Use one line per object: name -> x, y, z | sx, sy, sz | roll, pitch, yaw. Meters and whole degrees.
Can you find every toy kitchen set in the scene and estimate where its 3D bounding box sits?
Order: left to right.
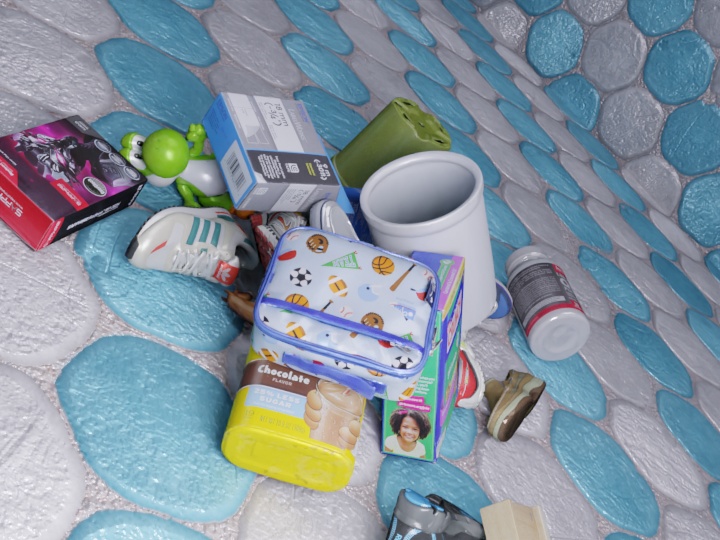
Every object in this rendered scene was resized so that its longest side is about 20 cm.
toy kitchen set -> 0.257, 0.344, 1.031 | 0.162, 0.179, 0.203 | 27, 44, -49

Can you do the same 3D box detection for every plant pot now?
plant pot -> 0.049, -0.175, 1.571 | 0.198, 0.191, 0.201 | 30, 28, -17

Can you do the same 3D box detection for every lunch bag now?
lunch bag -> -0.010, 0.047, 0.996 | 0.196, 0.076, 0.162 | 17, 50, 1

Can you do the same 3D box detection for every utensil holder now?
utensil holder -> 0.101, -0.033, 1.318 | 0.171, 0.167, 0.202 | -99, 174, -53

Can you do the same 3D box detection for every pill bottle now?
pill bottle -> 0.319, 0.051, 1.670 | 0.109, 0.111, 0.202 | 23, 31, -30

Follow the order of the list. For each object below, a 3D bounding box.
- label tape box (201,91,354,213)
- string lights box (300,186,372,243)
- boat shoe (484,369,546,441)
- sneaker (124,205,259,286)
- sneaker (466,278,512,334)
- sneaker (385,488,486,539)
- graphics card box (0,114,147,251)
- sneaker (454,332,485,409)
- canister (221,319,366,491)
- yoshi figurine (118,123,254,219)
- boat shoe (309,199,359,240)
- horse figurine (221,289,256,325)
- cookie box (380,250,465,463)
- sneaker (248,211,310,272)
label tape box -> -0.092, -0.151, 1.243 | 0.198, 0.063, 0.146 | -2, 58, -42
string lights box -> -0.024, -0.065, 1.392 | 0.058, 0.104, 0.198 | 29, 17, 33
boat shoe -> 0.208, 0.189, 1.379 | 0.075, 0.073, 0.199 | 32, 16, 16
sneaker -> -0.193, -0.023, 1.151 | 0.093, 0.071, 0.199 | 42, 23, 16
sneaker -> 0.167, 0.065, 1.499 | 0.198, 0.080, 0.148 | 30, 36, -27
sneaker -> 0.078, 0.293, 1.042 | 0.073, 0.083, 0.199 | 24, -6, 36
graphics card box -> -0.349, -0.106, 1.098 | 0.125, 0.051, 0.200 | 42, 26, 3
sneaker -> 0.107, 0.109, 1.351 | 0.084, 0.078, 0.201 | 6, 39, -34
canister -> -0.060, 0.123, 1.024 | 0.146, 0.087, 0.202 | 17, 45, -5
yoshi figurine -> -0.217, -0.133, 1.253 | 0.198, 0.112, 0.114 | 16, 42, -35
boat shoe -> 0.000, 0.000, 1.211 | 0.073, 0.066, 0.203 | -25, 94, -51
horse figurine -> -0.073, 0.092, 1.154 | 0.131, 0.050, 0.202 | -3, 54, -40
cookie box -> 0.079, 0.102, 1.174 | 0.074, 0.204, 0.171 | 6, 23, 13
sneaker -> -0.093, -0.038, 1.221 | 0.200, 0.081, 0.079 | -119, -164, -66
